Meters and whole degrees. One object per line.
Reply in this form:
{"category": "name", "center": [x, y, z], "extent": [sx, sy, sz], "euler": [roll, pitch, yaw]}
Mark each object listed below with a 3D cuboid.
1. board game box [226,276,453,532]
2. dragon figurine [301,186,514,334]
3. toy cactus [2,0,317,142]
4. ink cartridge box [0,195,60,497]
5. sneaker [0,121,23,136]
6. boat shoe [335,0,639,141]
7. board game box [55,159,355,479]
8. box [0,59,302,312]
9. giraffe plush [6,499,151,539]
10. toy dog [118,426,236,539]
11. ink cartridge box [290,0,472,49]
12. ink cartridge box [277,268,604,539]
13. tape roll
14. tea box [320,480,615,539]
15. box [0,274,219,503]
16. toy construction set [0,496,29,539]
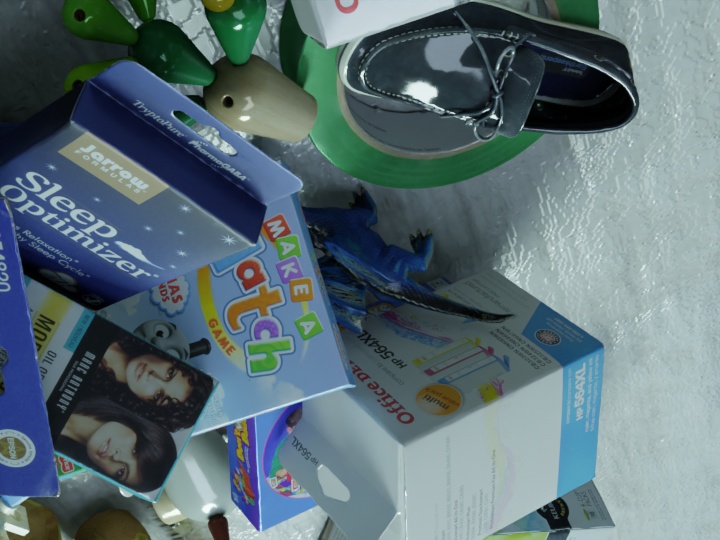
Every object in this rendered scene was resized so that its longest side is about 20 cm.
{"category": "board game box", "center": [-0.005, 0.100, 0.948], "extent": [0.200, 0.045, 0.135], "euler": [-20, 128, -29]}
{"category": "dragon figurine", "center": [0.000, 0.000, 0.844], "extent": [0.099, 0.200, 0.059], "euler": [-33, 158, -51]}
{"category": "toy cactus", "center": [-0.101, -0.117, 0.706], "extent": [0.165, 0.102, 0.200], "euler": [21, 114, -38]}
{"category": "ink cartridge box", "center": [-0.270, 0.049, 0.646], "extent": [0.200, 0.041, 0.200], "euler": [2, 121, 6]}
{"category": "sneaker", "center": [-0.206, -0.045, 0.771], "extent": [0.200, 0.070, 0.078], "euler": [-1, 136, -12]}
{"category": "boat shoe", "center": [0.083, -0.119, 0.748], "extent": [0.200, 0.062, 0.075], "euler": [3, 133, -23]}
{"category": "board game box", "center": [-0.120, 0.032, 0.795], "extent": [0.200, 0.152, 0.037], "euler": [-18, 172, 4]}
{"category": "box", "center": [-0.138, -0.037, 0.668], "extent": [0.121, 0.032, 0.200], "euler": [35, 142, -31]}
{"category": "giraffe plush", "center": [-0.226, 0.263, 1.015], "extent": [0.162, 0.173, 0.200], "euler": [-13, 129, -41]}
{"category": "toy dog", "center": [-0.139, 0.150, 0.964], "extent": [0.132, 0.096, 0.200], "euler": [-37, 135, 15]}
{"category": "ink cartridge box", "center": [0.046, -0.217, 0.651], "extent": [0.200, 0.083, 0.147], "euler": [-20, 109, -3]}
{"category": "ink cartridge box", "center": [0.053, 0.108, 0.875], "extent": [0.200, 0.129, 0.125], "euler": [-22, 128, -28]}
{"category": "tape roll", "center": [0.050, -0.143, 0.789], "extent": [0.200, 0.048, 0.201], "euler": [-12, 135, -12]}
{"category": "tea box", "center": [0.086, 0.247, 1.124], "extent": [0.196, 0.134, 0.200], "euler": [1, 131, -25]}
{"category": "box", "center": [-0.190, 0.053, 0.717], "extent": [0.200, 0.049, 0.082], "euler": [30, 77, -13]}
{"category": "toy construction set", "center": [-0.201, 0.103, 0.863], "extent": [0.200, 0.131, 0.092], "euler": [-35, 174, 0]}
